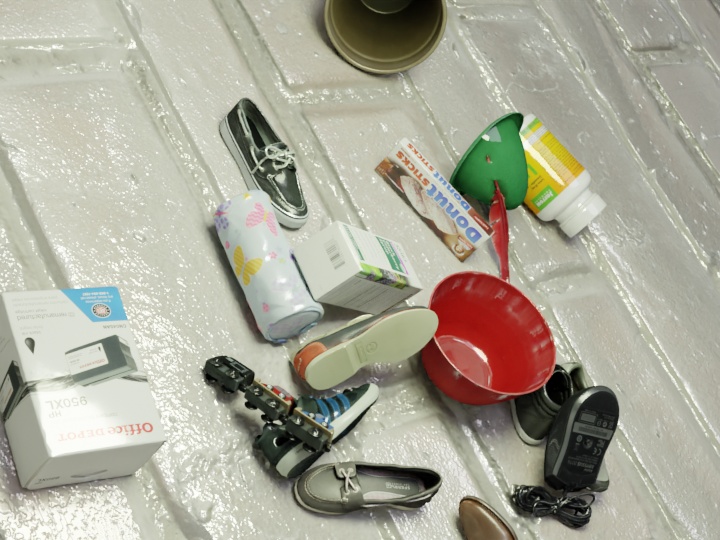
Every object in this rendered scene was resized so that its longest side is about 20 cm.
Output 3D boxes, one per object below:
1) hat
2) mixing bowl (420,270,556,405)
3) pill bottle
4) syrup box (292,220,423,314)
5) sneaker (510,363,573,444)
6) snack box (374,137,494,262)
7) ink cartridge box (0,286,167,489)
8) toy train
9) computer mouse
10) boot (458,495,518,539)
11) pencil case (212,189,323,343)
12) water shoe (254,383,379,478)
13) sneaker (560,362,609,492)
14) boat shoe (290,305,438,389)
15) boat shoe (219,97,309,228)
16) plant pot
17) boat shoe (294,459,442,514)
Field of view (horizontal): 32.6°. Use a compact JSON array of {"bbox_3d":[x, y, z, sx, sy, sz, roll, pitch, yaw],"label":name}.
[{"bbox_3d":[0.249,-0.118,1.921,0.166,0.200,0.176,-31,67,-38],"label":"hat"},{"bbox_3d":[0.160,0.111,1.717,0.200,0.108,0.201,16,50,-19],"label":"mixing bowl"},{"bbox_3d":[0.312,-0.154,2.055,0.200,0.111,0.111,47,42,2],"label":"pill bottle"},{"bbox_3d":[0.000,0.000,1.652,0.200,0.081,0.079,15,45,-62],"label":"syrup box"},{"bbox_3d":[0.251,0.141,1.782,0.071,0.099,0.200,6,54,-34],"label":"sneaker"},{"bbox_3d":[0.113,-0.108,1.889,0.200,0.072,0.024,47,40,2],"label":"snack box"},{"bbox_3d":[-0.317,0.125,1.353,0.144,0.084,0.200,-3,61,-40],"label":"ink cartridge box"},{"bbox_3d":[-0.106,0.159,1.479,0.200,0.034,0.046,32,29,26],"label":"toy train"},{"bbox_3d":[0.289,0.247,1.704,0.138,0.200,0.053,21,3,-29],"label":"computer mouse"},{"bbox_3d":[0.123,0.391,1.516,0.200,0.064,0.187,-20,70,-41],"label":"boot"},{"bbox_3d":[-0.121,-0.008,1.616,0.091,0.083,0.200,-5,61,-48],"label":"pencil case"},{"bbox_3d":[-0.050,0.178,1.535,0.079,0.072,0.200,44,39,9],"label":"water shoe"},{"bbox_3d":[0.316,0.225,1.783,0.074,0.079,0.201,6,56,-38],"label":"sneaker"},{"bbox_3d":[0.006,0.092,1.603,0.200,0.071,0.063,-24,29,-18],"label":"boat shoe"},{"bbox_3d":[-0.125,-0.155,1.739,0.073,0.068,0.200,-12,66,-43],"label":"boat shoe"},{"bbox_3d":[0.043,-0.450,2.039,0.200,0.200,0.174,31,27,-15],"label":"plant pot"},{"bbox_3d":[0.013,0.263,1.527,0.200,0.057,0.067,8,54,-34],"label":"boat shoe"}]
